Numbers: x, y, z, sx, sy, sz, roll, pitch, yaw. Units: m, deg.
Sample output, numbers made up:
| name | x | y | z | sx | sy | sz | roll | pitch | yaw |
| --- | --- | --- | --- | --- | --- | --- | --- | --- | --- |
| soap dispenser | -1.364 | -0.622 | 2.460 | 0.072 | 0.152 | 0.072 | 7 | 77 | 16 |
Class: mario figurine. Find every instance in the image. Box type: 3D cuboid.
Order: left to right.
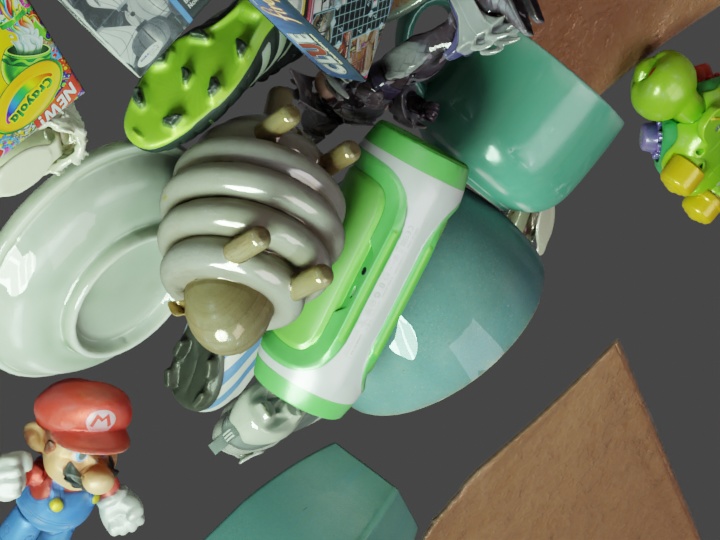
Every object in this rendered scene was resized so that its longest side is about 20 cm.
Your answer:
| name | x | y | z | sx | sy | sz | roll | pitch | yaw |
| --- | --- | --- | --- | --- | --- | --- | --- | --- | --- |
| mario figurine | -0.219 | 0.171 | 0.952 | 0.201 | 0.105 | 0.124 | -64 | 176 | 30 |

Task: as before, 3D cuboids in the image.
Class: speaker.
| name | x | y | z | sx | sy | sz | roll | pitch | yaw |
| --- | --- | --- | --- | --- | --- | --- | --- | --- | --- |
| speaker | 0.000 | 0.000 | 0.900 | 0.088 | 0.088 | 0.202 | 16 | 104 | -51 |

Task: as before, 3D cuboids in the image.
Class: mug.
| name | x | y | z | sx | sy | sz | roll | pitch | yaw |
| --- | --- | --- | --- | --- | --- | --- | --- | --- | --- |
| mug | 0.104 | -0.129 | 1.019 | 0.115 | 0.185 | 0.152 | -52 | 168 | 8 |

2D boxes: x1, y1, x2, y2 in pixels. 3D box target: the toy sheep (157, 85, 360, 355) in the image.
| name | x | y | z | sx | sy | sz | roll | pitch | yaw |
| --- | --- | --- | --- | --- | --- | --- | --- | --- | --- |
| toy sheep | -0.068 | -0.036 | 0.831 | 0.138 | 0.136 | 0.202 | 62 | 38 | -52 |

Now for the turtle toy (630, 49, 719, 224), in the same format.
| name | x | y | z | sx | sy | sz | roll | pitch | yaw |
| --- | --- | --- | --- | --- | --- | --- | --- | --- | --- |
| turtle toy | 0.332 | -0.147 | 1.260 | 0.146 | 0.101 | 0.200 | -52 | 143 | 4 |

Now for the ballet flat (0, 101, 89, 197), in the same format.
| name | x | y | z | sx | sy | sz | roll | pitch | yaw |
| --- | --- | --- | --- | --- | --- | --- | --- | --- | --- |
| ballet flat | -0.251 | -0.058 | 0.759 | 0.199 | 0.072 | 0.072 | -29 | 139 | -26 |

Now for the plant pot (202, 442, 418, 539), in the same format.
| name | x | y | z | sx | sy | sz | roll | pitch | yaw |
| --- | --- | --- | --- | --- | --- | --- | --- | --- | --- |
| plant pot | -0.047 | 0.278 | 1.207 | 0.200 | 0.141 | 0.142 | -46 | 144 | -17 |

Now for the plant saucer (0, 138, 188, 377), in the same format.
| name | x | y | z | sx | sy | sz | roll | pitch | yaw |
| --- | --- | --- | --- | --- | --- | --- | --- | --- | --- |
| plant saucer | -0.171 | 0.004 | 0.880 | 0.199 | 0.050 | 0.201 | -37 | 151 | -25 |

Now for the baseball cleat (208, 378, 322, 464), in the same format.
| name | x | y | z | sx | sy | sz | roll | pitch | yaw |
| --- | --- | --- | --- | --- | --- | --- | --- | --- | --- |
| baseball cleat | -0.059 | 0.107 | 1.114 | 0.106 | 0.070 | 0.199 | -35 | 170 | 37 |

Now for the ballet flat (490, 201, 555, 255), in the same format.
| name | x | y | z | sx | sy | sz | roll | pitch | yaw |
| --- | --- | --- | --- | --- | --- | --- | --- | --- | --- |
| ballet flat | 0.139 | -0.018 | 1.199 | 0.072 | 0.072 | 0.202 | -7 | 126 | -42 |

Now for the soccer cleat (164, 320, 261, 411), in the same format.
| name | x | y | z | sx | sy | sz | roll | pitch | yaw |
| --- | --- | --- | --- | --- | --- | --- | --- | --- | --- |
| soccer cleat | -0.092 | 0.019 | 1.002 | 0.086 | 0.070 | 0.202 | -15 | 135 | -60 |

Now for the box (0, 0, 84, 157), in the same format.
| name | x | y | z | sx | sy | sz | roll | pitch | yaw |
| --- | --- | --- | --- | --- | --- | --- | --- | --- | --- |
| box | -0.280 | -0.119 | 0.629 | 0.200 | 0.122 | 0.193 | -41 | 144 | -12 |

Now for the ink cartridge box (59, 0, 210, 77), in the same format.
| name | x | y | z | sx | sy | sz | roll | pitch | yaw |
| --- | --- | --- | --- | --- | --- | --- | --- | --- | --- |
| ink cartridge box | -0.159 | -0.209 | 0.747 | 0.100 | 0.039 | 0.200 | -48 | 143 | -2 |

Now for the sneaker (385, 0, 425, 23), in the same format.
| name | x | y | z | sx | sy | sz | roll | pitch | yaw |
| --- | --- | --- | --- | --- | --- | --- | --- | --- | --- |
| sneaker | 0.069 | -0.254 | 0.917 | 0.200 | 0.071 | 0.080 | -44 | 172 | 15 |

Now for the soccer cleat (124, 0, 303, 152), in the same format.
| name | x | y | z | sx | sy | sz | roll | pitch | yaw |
| --- | --- | --- | --- | --- | --- | --- | --- | --- | --- |
| soccer cleat | -0.077 | -0.148 | 0.856 | 0.200 | 0.067 | 0.081 | -50 | 157 | -11 |

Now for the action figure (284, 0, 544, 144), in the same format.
| name | x | y | z | sx | sy | sz | roll | pitch | yaw |
| --- | --- | --- | --- | --- | --- | --- | --- | --- | --- |
| action figure | 0.031 | -0.142 | 0.902 | 0.199 | 0.070 | 0.130 | -30 | 173 | 24 |

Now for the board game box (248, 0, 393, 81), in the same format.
| name | x | y | z | sx | sy | sz | roll | pitch | yaw |
| --- | --- | --- | --- | --- | --- | --- | --- | --- | --- |
| board game box | -0.009 | -0.243 | 0.812 | 0.135 | 0.034 | 0.202 | 36 | 69 | -54 |

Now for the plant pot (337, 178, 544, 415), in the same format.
| name | x | y | z | sx | sy | sz | roll | pitch | yaw |
| --- | --- | --- | --- | --- | --- | --- | --- | --- | --- |
| plant pot | 0.029 | -0.006 | 1.017 | 0.200 | 0.200 | 0.135 | -42 | 117 | -10 |
